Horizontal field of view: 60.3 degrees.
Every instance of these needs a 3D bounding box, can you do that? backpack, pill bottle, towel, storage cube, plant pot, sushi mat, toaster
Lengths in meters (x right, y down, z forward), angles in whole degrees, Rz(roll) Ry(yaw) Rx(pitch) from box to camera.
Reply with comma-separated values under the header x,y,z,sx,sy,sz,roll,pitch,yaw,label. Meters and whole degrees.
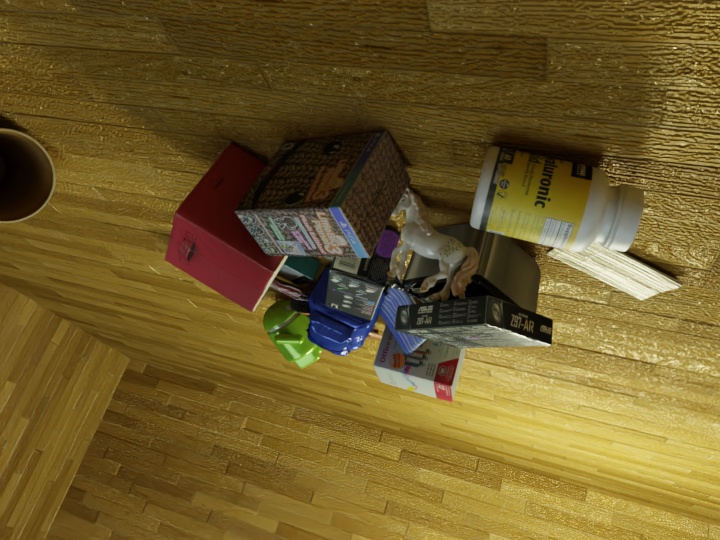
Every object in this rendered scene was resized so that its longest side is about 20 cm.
x,y,z,sx,sy,sz,roll,pitch,yaw,label
-0.050,0.104,1.421,0.162,0.168,0.200,30,160,7,backpack
0.251,-0.087,0.802,0.199,0.112,0.111,14,157,10,pill bottle
0.092,0.106,1.387,0.145,0.024,0.200,58,161,12,towel
-0.201,-0.071,1.059,0.179,0.200,0.171,32,146,-5,storage cube
-0.182,0.029,1.452,0.146,0.030,0.200,26,179,7,towel
-0.772,-0.208,1.300,0.200,0.187,0.186,17,162,44,plant pot
0.405,-0.005,0.994,0.199,0.012,0.096,24,159,-11,sushi mat
0.185,0.013,1.075,0.200,0.119,0.180,34,153,-34,toaster

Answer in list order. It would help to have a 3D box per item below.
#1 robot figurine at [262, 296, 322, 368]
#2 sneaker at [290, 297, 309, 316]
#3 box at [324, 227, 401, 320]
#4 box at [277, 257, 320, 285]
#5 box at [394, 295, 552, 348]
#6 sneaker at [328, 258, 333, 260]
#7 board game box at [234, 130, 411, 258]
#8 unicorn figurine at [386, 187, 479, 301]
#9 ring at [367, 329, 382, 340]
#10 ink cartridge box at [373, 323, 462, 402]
x,y,z,sx,sy,sz,roll,pitch,yaw,label
-0.187,0.166,1.688,0.115,0.176,0.200,-30,103,16,robot figurine
-0.076,0.099,1.579,0.199,0.070,0.090,16,175,7,sneaker
0.000,0.000,1.191,0.106,0.123,0.200,18,158,1,box
-0.195,-0.036,1.363,0.200,0.049,0.082,29,157,-22,box
0.179,0.088,0.996,0.160,0.044,0.200,19,162,-34,box
-0.077,-0.075,1.144,0.088,0.074,0.200,18,158,-1,sneaker
-0.054,-0.110,0.912,0.199,0.160,0.097,2,140,35,board game box
0.097,-0.042,0.979,0.199,0.138,0.074,28,-179,6,unicorn figurine
-0.033,0.155,1.681,0.200,0.019,0.200,14,168,3,ring
0.149,0.218,1.544,0.199,0.146,0.145,12,157,16,ink cartridge box
